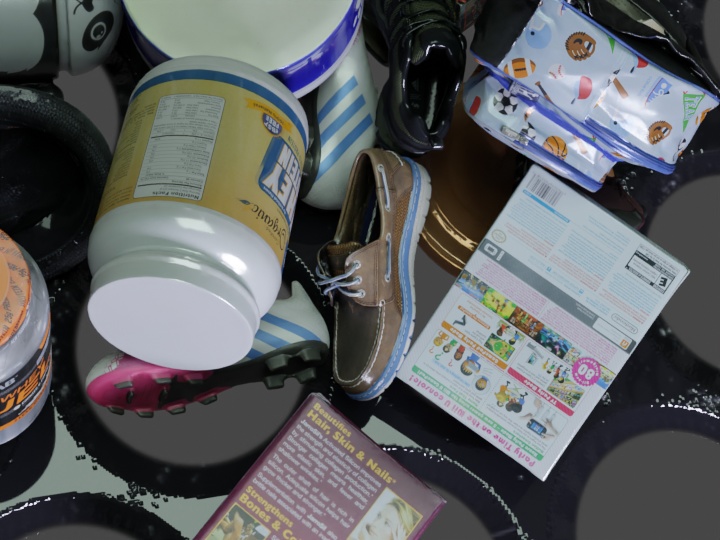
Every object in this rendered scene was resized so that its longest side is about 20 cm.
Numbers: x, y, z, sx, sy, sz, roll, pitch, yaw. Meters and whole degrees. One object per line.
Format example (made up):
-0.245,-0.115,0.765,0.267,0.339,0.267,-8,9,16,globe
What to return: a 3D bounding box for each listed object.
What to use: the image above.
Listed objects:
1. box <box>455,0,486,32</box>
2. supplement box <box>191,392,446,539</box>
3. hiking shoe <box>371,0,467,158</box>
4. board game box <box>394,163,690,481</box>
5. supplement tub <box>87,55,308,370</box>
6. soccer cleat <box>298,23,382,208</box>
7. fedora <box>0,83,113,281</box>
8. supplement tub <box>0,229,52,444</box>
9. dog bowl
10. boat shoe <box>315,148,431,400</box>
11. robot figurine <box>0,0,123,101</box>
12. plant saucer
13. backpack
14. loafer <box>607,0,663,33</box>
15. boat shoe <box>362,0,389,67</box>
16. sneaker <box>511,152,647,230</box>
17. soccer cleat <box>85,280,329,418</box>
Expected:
0.112,-0.316,1.369,0.200,0.040,0.137,-39,65,-23,box
-0.051,0.215,1.098,0.131,0.103,0.200,38,67,7,supplement box
0.057,-0.193,1.196,0.075,0.101,0.203,-3,92,-21,hiking shoe
0.142,0.039,1.177,0.147,0.064,0.201,35,99,5,board game box
-0.122,-0.043,1.114,0.143,0.145,0.202,13,57,-5,supplement tub
-0.014,-0.146,1.270,0.086,0.070,0.202,13,74,-25,soccer cleat
-0.289,-0.080,1.169,0.198,0.202,0.092,4,32,-9,fedora
-0.283,0.046,1.071,0.121,0.200,0.124,4,67,-9,supplement tub
-0.095,-0.235,1.197,0.198,0.079,0.203,0,78,-1,dog bowl
0.000,0.000,1.185,0.072,0.072,0.202,23,68,-41,boat shoe
-0.293,-0.216,1.218,0.198,0.151,0.126,-5,55,-12,robot figurine
0.128,-0.079,1.295,0.198,0.032,0.203,4,68,-10,plant saucer
0.173,-0.147,1.136,0.189,0.155,0.200,25,21,-3,backpack
0.192,-0.264,1.288,0.200,0.068,0.076,44,67,7,loafer
-0.012,-0.268,1.323,0.060,0.076,0.200,-36,77,-28,boat shoe
0.193,-0.089,1.263,0.114,0.076,0.202,16,76,-10,sneaker
-0.123,0.058,1.176,0.198,0.070,0.087,-9,59,-19,soccer cleat
